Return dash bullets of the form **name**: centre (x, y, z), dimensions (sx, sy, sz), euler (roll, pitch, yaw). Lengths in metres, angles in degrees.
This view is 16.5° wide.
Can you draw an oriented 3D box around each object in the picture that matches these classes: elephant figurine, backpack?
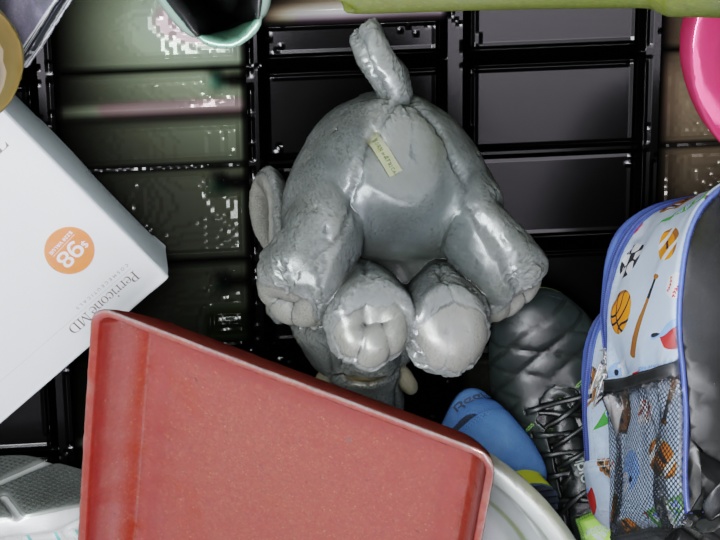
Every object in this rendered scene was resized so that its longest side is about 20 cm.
- **elephant figurine**: centre (0.000, 0.000, 1.205), dimensions (0.142, 0.200, 0.155), euler (37, 77, -2)
- **backpack**: centre (0.198, 0.050, 1.209), dimensions (0.200, 0.154, 0.191), euler (4, 85, -32)

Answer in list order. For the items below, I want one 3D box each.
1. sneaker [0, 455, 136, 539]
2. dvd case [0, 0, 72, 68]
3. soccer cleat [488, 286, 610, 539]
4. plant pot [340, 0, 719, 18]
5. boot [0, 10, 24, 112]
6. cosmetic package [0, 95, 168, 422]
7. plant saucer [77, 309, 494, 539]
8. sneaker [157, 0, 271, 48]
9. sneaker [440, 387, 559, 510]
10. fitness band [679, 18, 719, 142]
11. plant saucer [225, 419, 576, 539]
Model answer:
- **sneaker**: centre (-0.138, 0.139, 1.261), dimensions (0.200, 0.070, 0.080), euler (0, 114, -7)
- **dvd case**: centre (-0.142, -0.212, 1.100), dimensions (0.200, 0.149, 0.016), euler (-54, 152, 15)
- **soccer cleat**: centre (0.114, 0.104, 1.270), dimensions (0.068, 0.081, 0.200), euler (-16, 111, 0)
- **plant pot**: centre (0.069, -0.192, 1.109), dimensions (0.184, 0.200, 0.200), euler (-8, 112, 8)
- **boot**: centre (-0.239, -0.127, 1.100), dimensions (0.200, 0.155, 0.072), euler (21, 96, -6)
- **cosmetic package**: centre (-0.217, 0.008, 1.212), dimensions (0.200, 0.052, 0.151), euler (-41, 111, 9)
- **plant saucer**: centre (-0.035, 0.120, 1.163), dimensions (0.200, 0.037, 0.200), euler (20, 127, 17)
- **sneaker**: centre (-0.081, -0.196, 1.114), dimensions (0.074, 0.118, 0.200), euler (-20, 110, 3)
- **sneaker**: centre (0.036, 0.142, 1.285), dimensions (0.066, 0.078, 0.200), euler (-4, 139, -33)
- **fitness band**: centre (0.258, -0.118, 1.230), dimensions (0.200, 0.037, 0.144), euler (-9, 114, -2)
- **plant saucer**: centre (0.029, 0.143, 1.197), dimensions (0.200, 0.050, 0.200), euler (13, 124, 20)
